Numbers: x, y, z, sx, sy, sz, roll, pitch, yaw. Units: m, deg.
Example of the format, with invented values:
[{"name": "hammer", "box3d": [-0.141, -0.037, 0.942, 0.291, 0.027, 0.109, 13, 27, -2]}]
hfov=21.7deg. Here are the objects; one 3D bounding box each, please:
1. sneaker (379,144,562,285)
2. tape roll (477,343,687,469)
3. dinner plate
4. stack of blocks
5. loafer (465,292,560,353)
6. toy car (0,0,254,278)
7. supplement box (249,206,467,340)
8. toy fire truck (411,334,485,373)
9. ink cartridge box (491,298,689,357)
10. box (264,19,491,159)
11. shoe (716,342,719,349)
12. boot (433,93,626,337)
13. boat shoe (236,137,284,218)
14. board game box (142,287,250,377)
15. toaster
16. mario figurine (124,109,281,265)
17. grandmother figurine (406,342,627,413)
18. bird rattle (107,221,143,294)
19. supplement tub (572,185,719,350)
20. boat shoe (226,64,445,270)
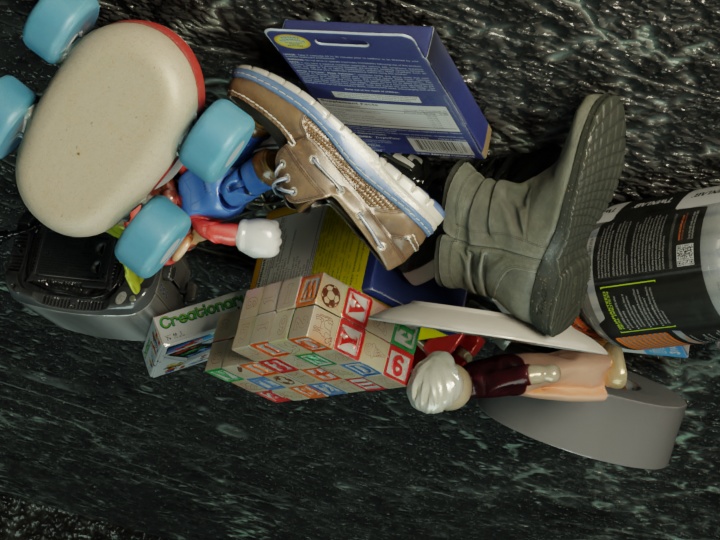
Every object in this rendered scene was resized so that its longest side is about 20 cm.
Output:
[{"name": "sneaker", "box3d": [0.072, -0.071, 1.525, 0.112, 0.073, 0.200, 47, 131, -11]}, {"name": "tape roll", "box3d": [0.220, 0.131, 1.864, 0.198, 0.067, 0.200, 16, -171, -3]}, {"name": "dinner plate", "box3d": [0.105, 0.045, 1.538, 0.198, 0.025, 0.200, 7, 179, 0]}, {"name": "stack of blocks", "box3d": [-0.055, 0.063, 1.666, 0.115, 0.059, 0.199, 27, 156, -31]}, {"name": "loafer", "box3d": [0.160, 0.054, 1.815, 0.198, 0.063, 0.072, 14, 161, 0]}, {"name": "toy car", "box3d": [-0.178, -0.121, 1.490, 0.184, 0.177, 0.200, 37, -163, 2]}, {"name": "supplement box", "box3d": [0.000, 0.000, 1.708, 0.109, 0.110, 0.199, 27, 157, -32]}, {"name": "toy fire truck", "box3d": [0.067, 0.071, 1.864, 0.141, 0.049, 0.200, 33, 170, 24]}, {"name": "ink cartridge box", "box3d": [0.194, 0.022, 1.696, 0.198, 0.068, 0.115, 5, 159, 25]}, {"name": "box", "box3d": [0.016, -0.143, 1.418, 0.120, 0.033, 0.200, 6, 161, 22]}, {"name": "shoe", "box3d": [0.419, 0.101, 1.724, 0.198, 0.092, 0.072, 8, 160, 17]}, {"name": "boot", "box3d": [0.120, -0.056, 1.433, 0.130, 0.202, 0.068, 27, -153, 28]}, {"name": "boat shoe", "box3d": [-0.087, -0.077, 1.634, 0.068, 0.057, 0.199, 27, 157, -34]}, {"name": "board game box", "box3d": [-0.116, 0.049, 1.882, 0.198, 0.035, 0.126, -17, 167, -17]}, {"name": "toaster", "box3d": [-0.266, 0.005, 1.901, 0.198, 0.115, 0.129, 4, 161, 17]}, {"name": "mario figurine", "box3d": [-0.117, -0.069, 1.584, 0.106, 0.124, 0.199, 36, 137, -25]}, {"name": "grandmother figurine", "box3d": [0.133, 0.093, 1.631, 0.198, 0.061, 0.121, -5, 170, -24]}, {"name": "bird rattle", "box3d": [-0.248, -0.074, 1.702, 0.162, 0.113, 0.200, 20, 165, 38]}, {"name": "supplement tub", "box3d": [0.257, -0.001, 1.510, 0.122, 0.124, 0.199, 28, 156, -36]}, {"name": "boat shoe", "box3d": [-0.032, -0.079, 1.449, 0.199, 0.073, 0.072, 38, 174, 5]}]
